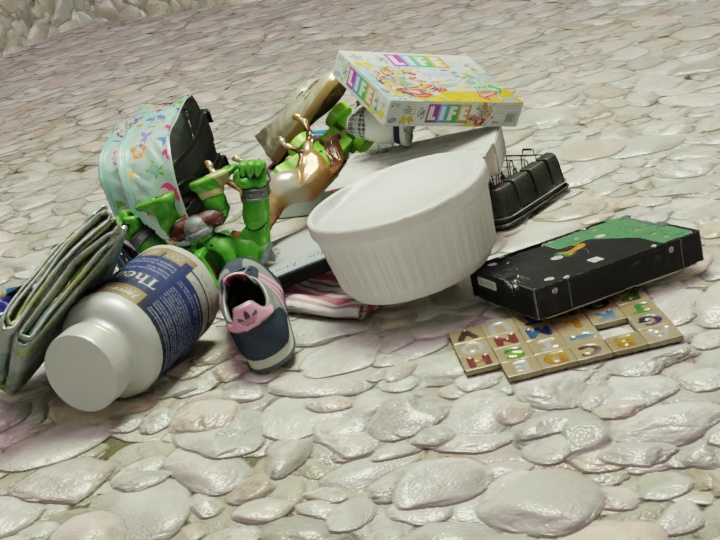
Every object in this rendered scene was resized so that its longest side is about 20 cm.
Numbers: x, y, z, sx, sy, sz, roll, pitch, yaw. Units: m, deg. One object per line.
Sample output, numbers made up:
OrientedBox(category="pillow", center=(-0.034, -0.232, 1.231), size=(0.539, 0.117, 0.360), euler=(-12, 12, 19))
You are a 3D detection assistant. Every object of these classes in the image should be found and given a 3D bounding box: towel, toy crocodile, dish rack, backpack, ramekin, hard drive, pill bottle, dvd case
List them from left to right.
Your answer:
OrientedBox(category="towel", center=(-0.313, 0.030, 1.402), size=(0.172, 0.048, 0.200), euler=(-53, 1, -25))
OrientedBox(category="pill bottle", center=(-0.234, 0.060, 1.394), size=(0.110, 0.112, 0.200), euler=(-3, 21, 24))
OrientedBox(category="backpack", center=(-0.261, -0.121, 1.819), size=(0.149, 0.179, 0.201), euler=(-14, 29, 6))
OrientedBox(category="dvd case", center=(-0.077, -0.016, 1.591), size=(0.141, 0.018, 0.200), euler=(-21, 14, 7))
OrientedBox(category="toy crocodile", center=(-0.038, -0.157, 1.776), size=(0.067, 0.062, 0.200), euler=(39, 57, 15))
OrientedBox(category="towel", center=(0.000, 0.000, 1.540), size=(0.145, 0.030, 0.199), euler=(3, 25, 40))
OrientedBox(category="ramekin", center=(0.050, -0.042, 1.427), size=(0.200, 0.095, 0.203), euler=(-18, 19, 6))
OrientedBox(category="dish rack", center=(0.142, -0.105, 1.710), size=(0.198, 0.055, 0.153), euler=(3, 24, 42))
OrientedBox(category="hard drive", center=(0.227, -0.005, 1.385), size=(0.198, 0.038, 0.139), euler=(-19, 16, -20))

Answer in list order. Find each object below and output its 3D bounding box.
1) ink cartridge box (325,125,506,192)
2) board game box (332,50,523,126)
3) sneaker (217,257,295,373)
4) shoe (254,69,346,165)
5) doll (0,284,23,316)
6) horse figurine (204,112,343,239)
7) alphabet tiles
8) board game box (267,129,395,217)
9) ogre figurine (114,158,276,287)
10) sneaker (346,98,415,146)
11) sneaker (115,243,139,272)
OrientedBox(category="ink cartridge box", center=(0.070, -0.119, 1.646), size=(0.197, 0.045, 0.176), euler=(-11, 17, 15))
OrientedBox(category="board game box", center=(0.082, -0.222, 1.671), size=(0.198, 0.035, 0.135), euler=(-4, 35, -33))
OrientedBox(category="sneaker", center=(-0.117, 0.022, 1.422), size=(0.070, 0.083, 0.200), euler=(-28, 31, -3))
OrientedBox(category="shoe", center=(-0.081, -0.208, 1.794), size=(0.070, 0.053, 0.200), euler=(-42, -1, -41))
OrientedBox(category="doll", center=(-0.403, 0.044, 1.639), size=(0.135, 0.049, 0.199), euler=(6, 27, 40))
OrientedBox(category="horse figurine", center=(-0.097, -0.113, 1.682), size=(0.198, 0.050, 0.133), euler=(-28, 61, -12))
OrientedBox(category="alphabet tiles", center=(0.187, 0.056, 1.302), size=(0.197, 0.008, 0.167), euler=(-13, 20, -2))
OrientedBox(category="board game box", center=(-0.043, -0.140, 1.906), size=(0.146, 0.065, 0.200), euler=(-4, 21, 19))
OrientedBox(category="ogre figurine", center=(-0.182, -0.043, 1.575), size=(0.198, 0.121, 0.098), euler=(-22, 9, 0))
OrientedBox(category="sneaker", center=(0.032, -0.210, 1.753), size=(0.079, 0.078, 0.200), euler=(-2, 16, 7))
OrientedBox(category="sneaker", center=(-0.279, 0.046, 1.551), size=(0.077, 0.075, 0.201), euler=(-46, 22, 16))
